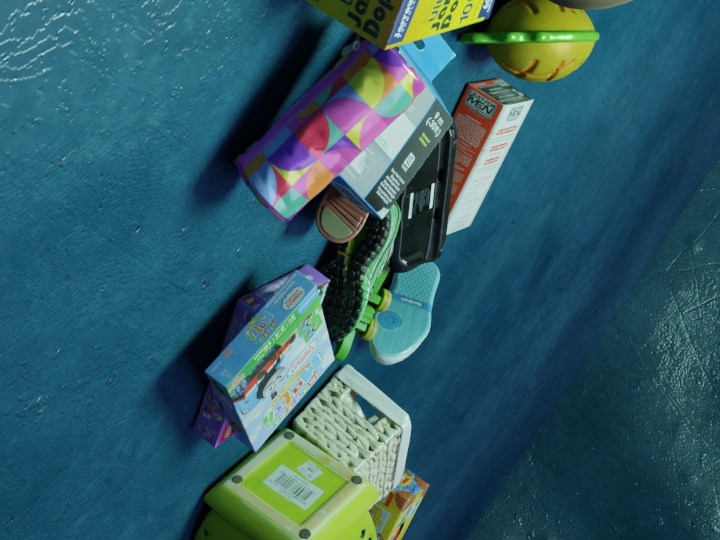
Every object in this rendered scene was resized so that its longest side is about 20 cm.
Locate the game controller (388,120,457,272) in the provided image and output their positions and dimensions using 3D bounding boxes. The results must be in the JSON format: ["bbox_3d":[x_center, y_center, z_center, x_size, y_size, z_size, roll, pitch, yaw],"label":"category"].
[{"bbox_3d":[0.077,-0.094,1.619,0.104,0.042,0.201,-19,125,-38],"label":"game controller"}]

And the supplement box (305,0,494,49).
[{"bbox_3d":[0.051,-0.291,1.192,0.200,0.109,0.109,-28,147,-51],"label":"supplement box"}]

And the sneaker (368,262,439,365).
[{"bbox_3d":[0.052,0.086,1.779,0.200,0.079,0.131,-61,172,-47],"label":"sneaker"}]

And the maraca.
[{"bbox_3d":[0.206,-0.281,1.557,0.199,0.136,0.108,-13,102,-52],"label":"maraca"}]

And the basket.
[{"bbox_3d":[-0.020,0.259,1.862,0.123,0.135,0.201,-39,155,-29],"label":"basket"}]

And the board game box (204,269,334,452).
[{"bbox_3d":[-0.098,0.107,1.464,0.151,0.036,0.200,-49,159,-18],"label":"board game box"}]

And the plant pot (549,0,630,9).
[{"bbox_3d":[0.250,-0.413,1.389,0.201,0.200,0.175,-51,143,-11],"label":"plant pot"}]

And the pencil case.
[{"bbox_3d":[-0.031,-0.141,1.224,0.200,0.088,0.088,-46,161,6],"label":"pencil case"}]

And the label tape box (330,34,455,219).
[{"bbox_3d":[0.030,-0.174,1.345,0.200,0.066,0.143,-52,143,-4],"label":"label tape box"}]

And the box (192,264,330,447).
[{"bbox_3d":[-0.117,0.100,1.520,0.137,0.039,0.201,-29,147,-53],"label":"box"}]

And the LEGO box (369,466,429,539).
[{"bbox_3d":[-0.001,0.388,2.080,0.077,0.148,0.201,-23,142,-57],"label":"LEGO box"}]

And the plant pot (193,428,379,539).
[{"bbox_3d":[-0.097,0.344,1.733,0.199,0.199,0.182,-36,147,-42],"label":"plant pot"}]

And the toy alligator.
[{"bbox_3d":[0.008,0.021,1.680,0.201,0.059,0.054,-65,-156,5],"label":"toy alligator"}]

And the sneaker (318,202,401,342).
[{"bbox_3d":[0.000,0.000,1.579,0.085,0.078,0.201,-15,135,-62],"label":"sneaker"}]

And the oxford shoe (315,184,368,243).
[{"bbox_3d":[0.008,-0.123,1.452,0.201,0.071,0.074,-55,-174,-4],"label":"oxford shoe"}]

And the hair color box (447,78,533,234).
[{"bbox_3d":[0.144,-0.149,1.705,0.101,0.061,0.201,-20,141,-58],"label":"hair color box"}]
